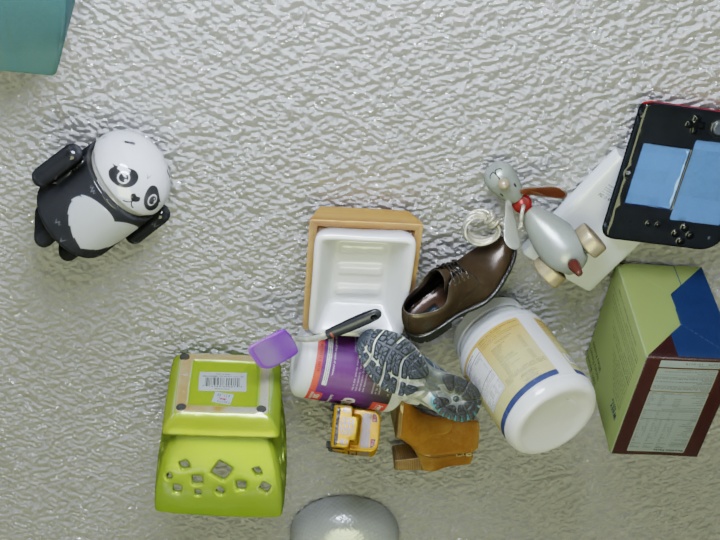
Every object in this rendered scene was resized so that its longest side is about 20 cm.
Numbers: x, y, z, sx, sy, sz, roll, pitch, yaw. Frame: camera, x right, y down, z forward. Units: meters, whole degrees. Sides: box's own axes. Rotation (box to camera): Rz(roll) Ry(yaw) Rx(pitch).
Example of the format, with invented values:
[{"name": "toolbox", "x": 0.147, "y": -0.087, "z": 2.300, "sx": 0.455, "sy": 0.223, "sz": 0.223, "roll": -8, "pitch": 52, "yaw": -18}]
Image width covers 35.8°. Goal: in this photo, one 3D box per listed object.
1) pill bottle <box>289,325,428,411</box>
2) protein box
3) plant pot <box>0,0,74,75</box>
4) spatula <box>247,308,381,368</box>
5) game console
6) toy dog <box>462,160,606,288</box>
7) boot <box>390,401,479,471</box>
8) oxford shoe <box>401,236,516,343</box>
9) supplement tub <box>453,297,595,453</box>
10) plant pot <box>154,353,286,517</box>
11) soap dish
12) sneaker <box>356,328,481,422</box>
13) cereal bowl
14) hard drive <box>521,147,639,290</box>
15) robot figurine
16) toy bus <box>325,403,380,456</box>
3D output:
[{"name": "pill bottle", "x": -0.002, "y": 0.148, "z": 1.676, "sx": 0.198, "sy": 0.113, "sz": 0.113, "roll": 11, "pitch": 129, "yaw": -11}, {"name": "protein box", "x": 0.432, "y": 0.130, "z": 1.625, "sx": 0.133, "sy": 0.200, "sz": 0.201, "roll": 3, "pitch": 130, "yaw": -5}, {"name": "plant pot", "x": -0.386, "y": -0.327, "z": 1.246, "sx": 0.140, "sy": 0.142, "sz": 0.201, "roll": 5, "pitch": 137, "yaw": -7}, {"name": "spatula", "x": -0.061, "y": 0.093, "z": 1.582, "sx": 0.198, "sy": 0.021, "sz": 0.057, "roll": -19, "pitch": 128, "yaw": 13}, {"name": "game console", "x": 0.431, "y": -0.124, "z": 1.496, "sx": 0.175, "sy": 0.031, "sz": 0.202, "roll": 4, "pitch": 119, "yaw": -13}, {"name": "toy dog", "x": 0.243, "y": -0.053, "z": 1.499, "sx": 0.198, "sy": 0.096, "sz": 0.133, "roll": 24, "pitch": 106, "yaw": -9}, {"name": "boot", "x": 0.122, "y": 0.251, "z": 1.807, "sx": 0.142, "sy": 0.071, "sz": 0.203, "roll": -7, "pitch": 134, "yaw": -5}, {"name": "oxford shoe", "x": 0.139, "y": 0.016, "z": 1.553, "sx": 0.200, "sy": 0.073, "sz": 0.085, "roll": -41, "pitch": 147, "yaw": -11}, {"name": "supplement tub", "x": 0.231, "y": 0.148, "z": 1.612, "sx": 0.143, "sy": 0.201, "sz": 0.145, "roll": -16, "pitch": 134, "yaw": -17}, {"name": "plant pot", "x": -0.208, "y": 0.238, "z": 1.695, "sx": 0.197, "sy": 0.200, "sz": 0.183, "roll": 2, "pitch": 124, "yaw": -4}, {"name": "soap dish", "x": 0.000, "y": 0.000, "z": 1.572, "sx": 0.155, "sy": 0.082, "sz": 0.202, "roll": 2, "pitch": 130, "yaw": -5}, {"name": "sneaker", "x": 0.076, "y": 0.154, "z": 1.604, "sx": 0.199, "sy": 0.086, "sz": 0.078, "roll": 34, "pitch": 84, "yaw": -4}, {"name": "cereal bowl", "x": -0.027, "y": 0.495, "z": 1.987, "sx": 0.198, "sy": 0.084, "sz": 0.202, "roll": -2, "pitch": 130, "yaw": -2}, {"name": "hard drive", "x": 0.340, "y": -0.068, "z": 1.568, "sx": 0.131, "sy": 0.026, "sz": 0.200, "roll": 27, "pitch": 124, "yaw": -23}, {"name": "robot figurine", "x": -0.337, "y": -0.094, "z": 1.447, "sx": 0.199, "sy": 0.150, "sz": 0.126, "roll": -33, "pitch": 85, "yaw": 23}, {"name": "toy bus", "x": -0.009, "y": 0.250, "z": 1.722, "sx": 0.077, "sy": 0.066, "sz": 0.200, "roll": 7, "pitch": 168, "yaw": 2}]
